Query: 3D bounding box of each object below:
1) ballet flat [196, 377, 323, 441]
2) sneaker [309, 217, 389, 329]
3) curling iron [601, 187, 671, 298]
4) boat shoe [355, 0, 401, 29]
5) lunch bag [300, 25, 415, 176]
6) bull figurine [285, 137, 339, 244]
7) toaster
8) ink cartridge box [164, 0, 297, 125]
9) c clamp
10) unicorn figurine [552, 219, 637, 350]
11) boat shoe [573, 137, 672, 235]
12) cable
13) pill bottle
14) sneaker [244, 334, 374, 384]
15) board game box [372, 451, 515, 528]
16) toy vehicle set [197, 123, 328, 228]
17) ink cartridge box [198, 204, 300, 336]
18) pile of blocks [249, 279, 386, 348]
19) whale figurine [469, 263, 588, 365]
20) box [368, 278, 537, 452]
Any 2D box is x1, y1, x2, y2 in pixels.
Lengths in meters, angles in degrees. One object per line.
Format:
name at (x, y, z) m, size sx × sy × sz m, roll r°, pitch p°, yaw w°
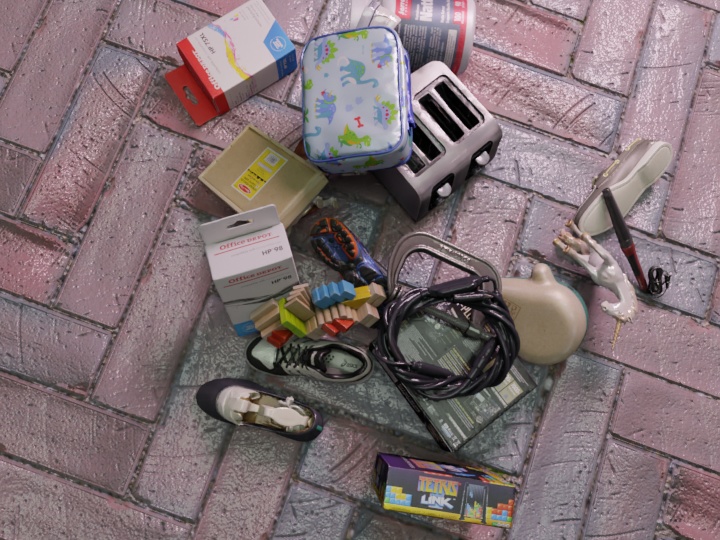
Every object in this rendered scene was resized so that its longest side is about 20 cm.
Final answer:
ballet flat at (-0.150, 0.204, 1.005) m, size 0.199 × 0.073 × 0.074 m, roll 16°, pitch 78°, yaw 1°
sneaker at (0.000, 0.000, 1.053) m, size 0.075 × 0.078 × 0.201 m, roll -28°, pitch 98°, yaw 16°
curling iron at (0.434, -0.045, 1.079) m, size 0.049 × 0.026 × 0.201 m, roll -31°, pitch 99°, yaw 12°
boat shoe at (0.009, -0.317, 1.070) m, size 0.069 × 0.201 × 0.071 m, roll 25°, pitch 36°, yaw 0°
lunch bag at (-0.002, -0.241, 0.976) m, size 0.160 × 0.082 × 0.202 m, roll -6°, pitch 79°, yaw 15°
bull figurine at (-0.085, -0.129, 1.062) m, size 0.121 × 0.065 × 0.201 m, roll 2°, pitch 68°, yaw 35°
toaster at (0.101, -0.211, 1.078) m, size 0.181 × 0.119 × 0.200 m, roll -39°, pitch 83°, yaw -10°
ink cartridge box at (-0.217, -0.343, 1.114) m, size 0.199 × 0.067 × 0.116 m, roll -34°, pitch 82°, yaw -9°
c clamp at (0.120, 0.040, 0.986) m, size 0.199 × 0.027 × 0.171 m, roll 31°, pitch 77°, yaw 3°
unicorn figurine at (0.359, -0.001, 1.024) m, size 0.137 × 0.200 × 0.074 m, roll 41°, pitch 123°, yaw -10°
boat shoe at (0.419, -0.138, 1.109) m, size 0.202 × 0.072 × 0.060 m, roll -44°, pitch 39°, yaw -3°
cable at (0.118, 0.099, 0.949) m, size 0.199 × 0.051 × 0.164 m, roll -15°, pitch 93°, yaw -5°
pill bottle at (0.081, -0.393, 1.113) m, size 0.198 × 0.120 × 0.120 m, roll 5°, pitch 78°, yaw -2°
sneaker at (-0.077, 0.126, 1.016) m, size 0.198 × 0.088 × 0.076 m, roll 5°, pitch 80°, yaw 0°
board game box at (0.106, 0.296, 0.932) m, size 0.164 × 0.200 × 0.057 m, roll 10°, pitch 80°, yaw -1°
toy vehicle set at (-0.154, -0.140, 1.042) m, size 0.124 × 0.027 × 0.200 m, roll -47°, pitch 52°, yaw -6°
ink cartridge box at (-0.150, 0.006, 0.975) m, size 0.115 × 0.200 × 0.067 m, roll -17°, pitch 56°, yaw -6°
pile of blocks at (-0.058, 0.064, 0.975) m, size 0.199 × 0.082 × 0.062 m, roll -16°, pitch 46°, yaw -1°
whale figurine at (0.255, 0.055, 1.049) m, size 0.199 × 0.104 × 0.160 m, roll 31°, pitch 116°, yaw 24°
box at (0.134, 0.143, 1.022) m, size 0.163 × 0.086 × 0.200 m, roll -36°, pitch 82°, yaw -10°
